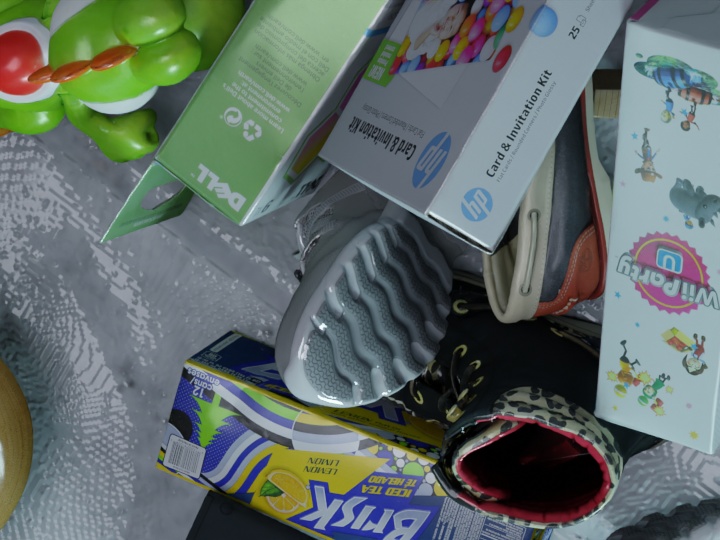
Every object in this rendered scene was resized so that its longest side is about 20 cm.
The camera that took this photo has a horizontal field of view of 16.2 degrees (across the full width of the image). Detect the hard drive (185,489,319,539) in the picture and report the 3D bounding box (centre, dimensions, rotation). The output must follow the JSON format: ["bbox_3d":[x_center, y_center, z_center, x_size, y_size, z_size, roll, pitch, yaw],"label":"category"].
[{"bbox_3d":[-0.013,0.212,1.248,0.199,0.140,0.033,25,151,0],"label":"hard drive"}]

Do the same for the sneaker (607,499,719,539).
[{"bbox_3d":[0.125,0.190,1.231,0.200,0.075,0.082,-40,100,-13],"label":"sneaker"}]

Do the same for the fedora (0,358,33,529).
[{"bbox_3d":[-0.270,0.078,1.354,0.199,0.082,0.202,-1,123,-1],"label":"fedora"}]

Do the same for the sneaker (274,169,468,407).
[{"bbox_3d":[0.000,0.000,1.217,0.082,0.200,0.075,-11,118,32],"label":"sneaker"}]

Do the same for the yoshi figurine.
[{"bbox_3d":[-0.128,-0.117,1.264,0.199,0.112,0.113,1,63,50],"label":"yoshi figurine"}]

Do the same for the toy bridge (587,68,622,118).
[{"bbox_3d":[0.148,-0.169,1.194,0.067,0.027,0.201,0,115,-13],"label":"toy bridge"}]

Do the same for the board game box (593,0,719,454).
[{"bbox_3d":[0.167,-0.043,1.133,0.064,0.147,0.201,16,125,25],"label":"board game box"}]

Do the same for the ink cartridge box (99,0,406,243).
[{"bbox_3d":[-0.039,-0.083,1.249,0.059,0.104,0.201,37,110,8],"label":"ink cartridge box"}]

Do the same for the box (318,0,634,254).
[{"bbox_3d":[0.066,-0.116,1.110,0.041,0.156,0.201,28,92,-21],"label":"box"}]

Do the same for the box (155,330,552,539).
[{"bbox_3d":[0.001,0.101,1.290,0.199,0.070,0.065,22,108,13],"label":"box"}]

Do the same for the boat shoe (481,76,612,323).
[{"bbox_3d":[0.074,-0.076,1.221,0.062,0.071,0.201,-15,97,-23],"label":"boat shoe"}]

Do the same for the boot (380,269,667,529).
[{"bbox_3d":[0.049,0.058,1.220,0.202,0.154,0.074,14,107,14],"label":"boot"}]
